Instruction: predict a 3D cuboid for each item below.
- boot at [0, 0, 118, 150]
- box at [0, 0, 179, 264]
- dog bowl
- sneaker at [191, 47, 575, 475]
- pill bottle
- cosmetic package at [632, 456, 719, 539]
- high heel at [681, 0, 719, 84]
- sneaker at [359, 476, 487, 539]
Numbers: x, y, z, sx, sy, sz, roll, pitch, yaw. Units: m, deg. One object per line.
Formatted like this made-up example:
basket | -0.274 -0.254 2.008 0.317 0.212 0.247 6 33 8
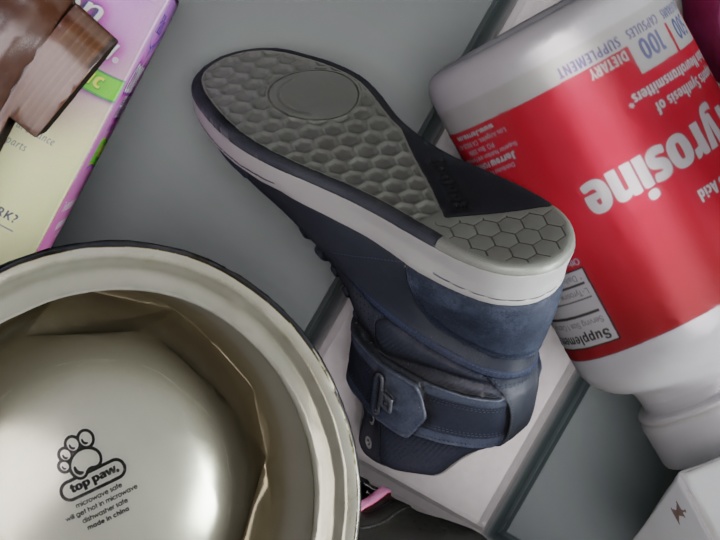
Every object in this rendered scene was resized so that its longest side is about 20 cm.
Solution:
boot | -0.224 -0.090 0.837 0.200 0.064 0.186 41 84 -6
box | -0.200 -0.071 0.919 0.176 0.097 0.200 28 93 -5
dog bowl | -0.104 0.087 0.832 0.200 0.074 0.200 -1 94 -20
sneaker | -0.001 0.001 0.947 0.077 0.146 0.202 -31 53 -32
pill bottle | 0.122 -0.021 0.935 0.112 0.112 0.200 -29 96 -1
cosmetic package | 0.230 0.113 0.921 0.200 0.081 0.113 -19 66 -20
high heel | 0.185 -0.092 0.908 0.067 0.096 0.200 -11 63 -3
sneaker | -0.036 0.082 0.924 0.200 0.071 0.099 5 97 24
